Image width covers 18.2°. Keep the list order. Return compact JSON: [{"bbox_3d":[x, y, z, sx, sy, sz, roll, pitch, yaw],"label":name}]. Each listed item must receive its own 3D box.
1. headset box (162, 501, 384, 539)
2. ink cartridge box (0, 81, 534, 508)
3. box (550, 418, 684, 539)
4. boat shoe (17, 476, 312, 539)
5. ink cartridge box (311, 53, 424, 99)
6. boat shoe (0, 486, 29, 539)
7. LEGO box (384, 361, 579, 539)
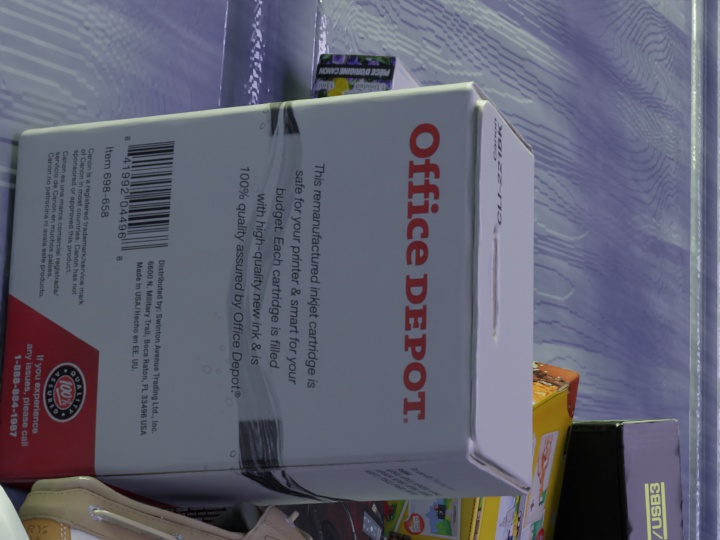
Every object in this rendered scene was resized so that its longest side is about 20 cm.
[{"bbox_3d":[-0.049,0.173,0.984,0.149,0.077,0.202,36,51,-63],"label":"headset box"},{"bbox_3d":[-0.034,0.015,0.883,0.084,0.198,0.146,33,56,-63],"label":"ink cartridge box"},{"bbox_3d":[0.106,0.180,1.242,0.047,0.199,0.195,-4,89,-30],"label":"box"},{"bbox_3d":[-0.042,0.124,0.869,0.199,0.075,0.069,14,67,-33],"label":"boat shoe"},{"bbox_3d":[0.000,0.000,1.174,0.109,0.050,0.202,41,56,-61],"label":"ink cartridge box"},{"bbox_3d":[-0.137,0.166,0.765,0.066,0.074,0.202,-5,69,-31],"label":"boat shoe"},{"bbox_3d":[0.042,0.151,1.148,0.149,0.077,0.202,-19,119,-67],"label":"LEGO box"}]
